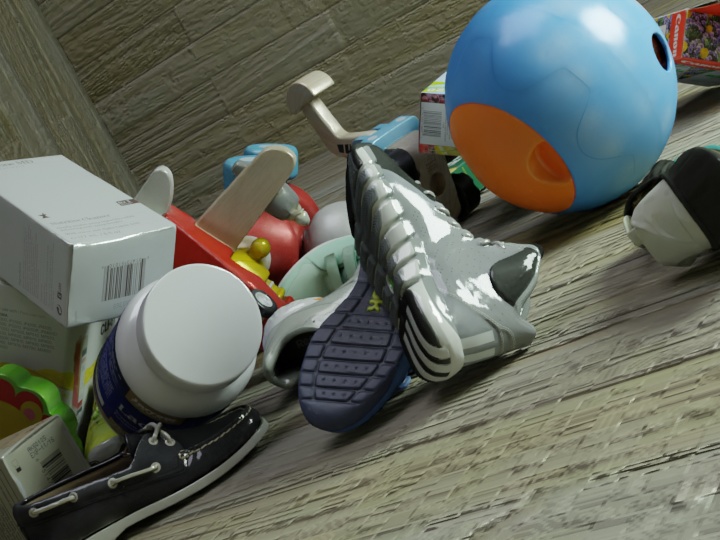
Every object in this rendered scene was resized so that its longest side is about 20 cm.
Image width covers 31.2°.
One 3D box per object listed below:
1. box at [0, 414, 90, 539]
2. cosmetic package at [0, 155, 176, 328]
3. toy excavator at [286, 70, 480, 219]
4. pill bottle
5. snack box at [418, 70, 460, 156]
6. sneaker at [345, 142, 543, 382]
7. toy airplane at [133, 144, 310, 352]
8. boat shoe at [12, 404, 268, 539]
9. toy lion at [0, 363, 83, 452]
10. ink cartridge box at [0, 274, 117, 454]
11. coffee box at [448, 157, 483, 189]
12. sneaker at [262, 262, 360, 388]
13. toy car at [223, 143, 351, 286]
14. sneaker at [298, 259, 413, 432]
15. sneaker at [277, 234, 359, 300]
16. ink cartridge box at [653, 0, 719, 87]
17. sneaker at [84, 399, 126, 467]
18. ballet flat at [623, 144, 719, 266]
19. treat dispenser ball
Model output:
[{"bbox_3d":[-0.311,0.201,1.050,0.198,0.096,0.078,-23,10,30],"label":"box"},{"bbox_3d":[-0.264,-0.031,1.147,0.112,0.082,0.199,-13,32,-43],"label":"cosmetic package"},{"bbox_3d":[0.012,-0.127,1.440,0.198,0.197,0.100,4,32,48],"label":"toy excavator"},{"bbox_3d":[-0.149,0.070,1.046,0.115,0.116,0.200,-33,-5,-26],"label":"pill bottle"},{"bbox_3d":[0.172,-0.158,1.302,0.197,0.069,0.169,6,20,16],"label":"snack box"},{"bbox_3d":[0.064,-0.015,0.896,0.114,0.202,0.076,-11,-36,-15],"label":"sneaker"},{"bbox_3d":[-0.138,-0.011,1.219,0.197,0.203,0.141,-3,7,24],"label":"toy airplane"},{"bbox_3d":[-0.164,0.150,0.965,0.198,0.061,0.074,-31,7,-8],"label":"boat shoe"},{"bbox_3d":[-0.345,0.170,1.151,0.069,0.189,0.202,-53,-15,-69],"label":"toy lion"},{"bbox_3d":[-0.293,0.091,1.227,0.082,0.203,0.145,10,16,7],"label":"ink cartridge box"},{"bbox_3d":[0.130,-0.125,1.597,0.122,0.044,0.199,-20,13,47],"label":"coffee box"},{"bbox_3d":[0.001,0.039,1.063,0.199,0.076,0.092,-35,15,16],"label":"sneaker"},{"bbox_3d":[-0.036,-0.030,1.360,0.197,0.187,0.177,2,14,8],"label":"toy car"},{"bbox_3d":[0.018,0.051,0.937,0.073,0.083,0.201,9,44,22],"label":"sneaker"},{"bbox_3d":[0.000,-0.001,1.212,0.198,0.075,0.118,-26,3,6],"label":"sneaker"},{"bbox_3d":[0.346,-0.219,1.261,0.107,0.051,0.200,6,1,-15],"label":"ink cartridge box"},{"bbox_3d":[-0.228,0.134,1.202,0.075,0.077,0.200,-28,9,2],"label":"sneaker"},{"bbox_3d":[0.208,-0.035,0.831,0.068,0.068,0.200,-38,-2,4],"label":"ballet flat"},{"bbox_3d":[0.171,-0.150,1.105,0.199,0.203,0.201,-28,9,5],"label":"treat dispenser ball"}]
